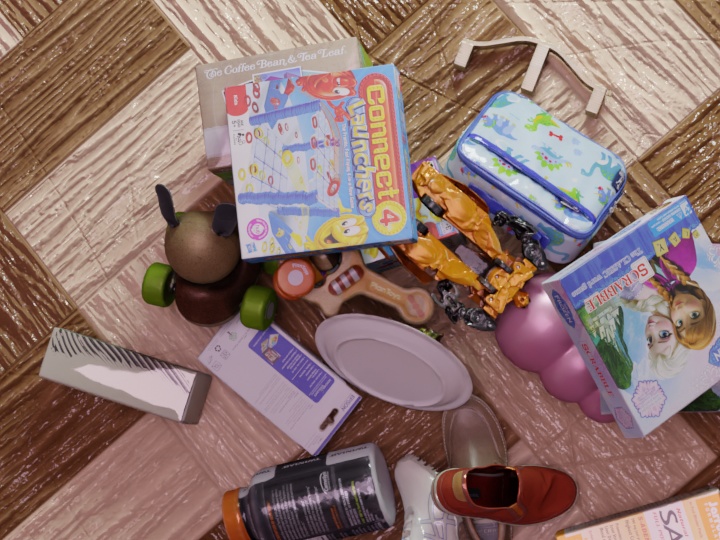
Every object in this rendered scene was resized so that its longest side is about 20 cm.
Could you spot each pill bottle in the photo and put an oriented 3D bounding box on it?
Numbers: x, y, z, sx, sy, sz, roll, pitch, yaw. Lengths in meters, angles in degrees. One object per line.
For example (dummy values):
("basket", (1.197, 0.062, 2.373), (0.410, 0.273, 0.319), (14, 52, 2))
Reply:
("pill bottle", (-0.065, 0.281, 1.740), (0.199, 0.106, 0.107), (-14, 81, 9))

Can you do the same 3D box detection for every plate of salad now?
("plate of salad", (0.042, 0.104, 1.711), (0.199, 0.200, 0.048), (18, 58, 11))

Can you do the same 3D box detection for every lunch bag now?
("lunch bag", (0.209, -0.111, 1.713), (0.200, 0.083, 0.161), (36, 52, 7))

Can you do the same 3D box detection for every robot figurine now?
("robot figurine", (0.117, -0.026, 1.657), (0.200, 0.058, 0.145), (41, 88, -3))

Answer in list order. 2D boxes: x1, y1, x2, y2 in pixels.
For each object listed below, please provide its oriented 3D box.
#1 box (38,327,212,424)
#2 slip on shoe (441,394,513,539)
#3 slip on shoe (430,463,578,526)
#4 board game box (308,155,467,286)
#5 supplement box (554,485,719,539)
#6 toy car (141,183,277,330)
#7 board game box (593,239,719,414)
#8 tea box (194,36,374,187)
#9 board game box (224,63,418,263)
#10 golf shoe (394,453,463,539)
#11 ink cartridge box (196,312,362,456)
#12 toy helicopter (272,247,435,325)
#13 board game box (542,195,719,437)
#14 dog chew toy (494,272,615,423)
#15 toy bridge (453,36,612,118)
("box", (-0.296, 0.134, 1.811), (0.199, 0.082, 0.069), (16, 85, 10))
("slip on shoe", (0.142, 0.247, 1.733), (0.076, 0.061, 0.201), (-8, 82, 9))
("slip on shoe", (0.179, 0.259, 1.682), (0.199, 0.061, 0.074), (8, 69, -30))
("board game box", (0.018, -0.055, 1.767), (0.199, 0.105, 0.103), (-18, 81, 6))
("supplement box", (0.341, 0.341, 1.683), (0.199, 0.074, 0.126), (-18, 82, 7))
("toy car", (-0.182, -0.040, 1.735), (0.164, 0.200, 0.158), (12, 60, 14))
("board game box", (0.370, 0.067, 1.677), (0.199, 0.041, 0.201), (1, 83, -23))
("tea box", (-0.077, -0.184, 1.751), (0.199, 0.197, 0.134), (-9, 82, 9))
("board game box", (-0.044, -0.119, 1.613), (0.195, 0.056, 0.201), (-7, 86, 8))
("golf shoe", (0.076, 0.315, 1.704), (0.097, 0.078, 0.200), (-17, 64, -25))
("ink cartridge box", (-0.099, 0.135, 1.799), (0.200, 0.039, 0.100), (40, 91, 13))
("toy helicopter", (0.000, 0.000, 1.687), (0.199, 0.079, 0.133), (25, 83, -3))
("board game box", (0.331, 0.051, 1.609), (0.200, 0.041, 0.200), (-32, 96, -22))
("dog chew toy", (0.253, 0.099, 1.707), (0.124, 0.125, 0.200), (-42, 87, 3))
("toy bridge", (0.220, -0.253, 1.794), (0.199, 0.027, 0.067), (21, 86, 11))
